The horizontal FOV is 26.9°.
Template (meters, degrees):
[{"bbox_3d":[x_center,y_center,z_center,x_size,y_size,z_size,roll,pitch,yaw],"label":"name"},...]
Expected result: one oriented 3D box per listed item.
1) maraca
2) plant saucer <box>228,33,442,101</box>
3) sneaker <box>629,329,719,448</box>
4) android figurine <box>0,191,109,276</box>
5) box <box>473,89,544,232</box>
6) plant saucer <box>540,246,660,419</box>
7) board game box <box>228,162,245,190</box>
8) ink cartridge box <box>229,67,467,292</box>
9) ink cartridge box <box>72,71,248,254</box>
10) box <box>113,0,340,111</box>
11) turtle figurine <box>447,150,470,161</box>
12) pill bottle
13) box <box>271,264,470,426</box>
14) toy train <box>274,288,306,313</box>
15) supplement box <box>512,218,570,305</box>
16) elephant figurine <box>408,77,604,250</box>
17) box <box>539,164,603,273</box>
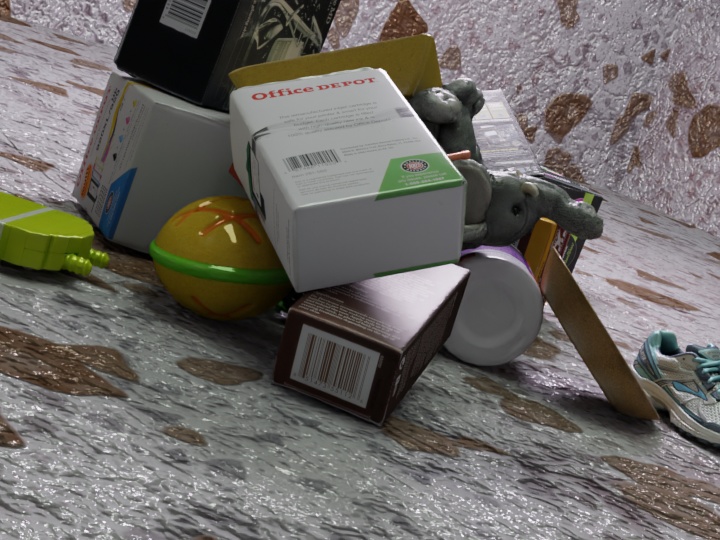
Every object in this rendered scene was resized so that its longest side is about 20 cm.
[{"bbox_3d":[-0.117,-0.015,1.333,0.137,0.107,0.200,11,10,-6],"label":"maraca"},{"bbox_3d":[-0.016,-0.165,1.506,0.200,0.049,0.200,-9,-12,5],"label":"plant saucer"},{"bbox_3d":[0.346,0.120,1.525,0.078,0.086,0.200,10,13,-38],"label":"sneaker"},{"bbox_3d":[-0.314,-0.039,1.290,0.200,0.041,0.182,19,10,4],"label":"android figurine"},{"bbox_3d":[0.081,-0.116,1.676,0.200,0.086,0.164,-6,44,-15],"label":"box"},{"bbox_3d":[0.230,0.070,1.493,0.200,0.035,0.200,58,7,-10],"label":"plant saucer"},{"bbox_3d":[-0.025,-0.044,1.425,0.200,0.019,0.103,48,46,14],"label":"board game box"},{"bbox_3d":[-0.016,-0.081,1.256,0.146,0.084,0.200,-10,36,-15],"label":"ink cartridge box"},{"bbox_3d":[-0.192,-0.103,1.543,0.144,0.147,0.200,17,9,-24],"label":"ink cartridge box"},{"bbox_3d":[-0.129,-0.274,1.587,0.124,0.200,0.197,26,10,22],"label":"box"},{"bbox_3d":[-0.009,-0.084,1.387,0.200,0.064,0.161,-33,52,-28],"label":"turtle figurine"},{"bbox_3d":[0.128,0.024,1.563,0.111,0.112,0.200,19,11,-1],"label":"pill bottle"},{"bbox_3d":[0.012,0.043,1.245,0.100,0.075,0.200,21,26,13],"label":"box"},{"bbox_3d":[-0.051,0.031,1.399,0.200,0.042,0.056,34,-1,42],"label":"toy train"},{"bbox_3d":[0.136,-0.034,1.822,0.200,0.133,0.197,21,10,13],"label":"supplement box"},{"bbox_3d":[0.105,-0.074,1.459,0.141,0.155,0.200,-17,73,-45],"label":"elephant figurine"},{"bbox_3d":[0.237,-0.082,2.211,0.124,0.149,0.200,16,10,-23],"label":"box"}]
